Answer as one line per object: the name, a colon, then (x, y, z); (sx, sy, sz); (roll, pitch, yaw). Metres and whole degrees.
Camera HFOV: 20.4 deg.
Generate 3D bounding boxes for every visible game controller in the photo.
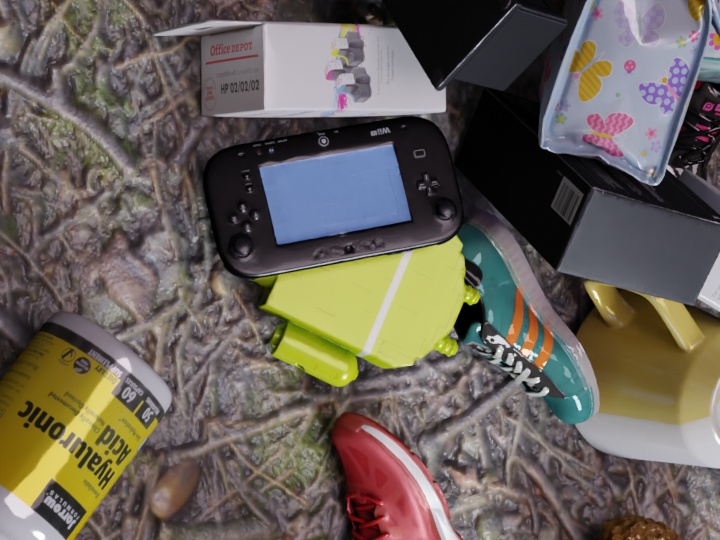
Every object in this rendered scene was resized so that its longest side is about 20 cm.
game controller: (-0.021, -0.057, 1.541); (0.198, 0.042, 0.105); (-11, 87, -16)

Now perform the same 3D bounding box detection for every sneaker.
sneaker: (0.283, -0.130, 1.737); (0.076, 0.084, 0.202); (0, 91, -29)
sneaker: (0.014, 0.219, 1.597); (0.115, 0.078, 0.201); (-42, 109, -23)
sneaker: (0.121, 0.054, 1.661); (0.080, 0.071, 0.201); (-37, 101, -22)

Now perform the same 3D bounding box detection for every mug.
mug: (0.262, 0.093, 1.680); (0.186, 0.153, 0.151); (22, 87, -33)

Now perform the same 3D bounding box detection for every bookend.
bookend: (0.101, -0.227, 1.536); (0.198, 0.092, 0.201); (8, 45, -48)

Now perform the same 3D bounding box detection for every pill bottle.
pill bottle: (-0.233, 0.138, 1.434); (0.111, 0.111, 0.201); (43, 72, -23)

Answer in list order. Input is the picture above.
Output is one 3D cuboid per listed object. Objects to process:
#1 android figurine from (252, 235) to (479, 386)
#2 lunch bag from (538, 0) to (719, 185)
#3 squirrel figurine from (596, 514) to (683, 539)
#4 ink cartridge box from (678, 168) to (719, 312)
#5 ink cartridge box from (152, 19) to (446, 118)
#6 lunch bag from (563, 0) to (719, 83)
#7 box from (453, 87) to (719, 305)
android figurine: (0.000, 0.000, 1.581); (0.199, 0.041, 0.183); (24, 78, -13)
lunch bag: (0.217, -0.189, 1.553); (0.126, 0.170, 0.202); (16, 107, -1)
squirrel figurine: (0.232, 0.320, 1.710); (0.187, 0.141, 0.200); (-45, 97, -10)
ink cartridge box: (0.346, 0.010, 1.676); (0.199, 0.145, 0.088); (28, 99, -13)
ink cartridge box: (-0.048, -0.152, 1.530); (0.198, 0.115, 0.069); (-2, 92, -29)
lunch bag: (0.267, -0.236, 1.680); (0.198, 0.077, 0.162); (8, 87, 13)
box: (0.183, -0.061, 1.609); (0.140, 0.200, 0.079); (11, 112, -28)
